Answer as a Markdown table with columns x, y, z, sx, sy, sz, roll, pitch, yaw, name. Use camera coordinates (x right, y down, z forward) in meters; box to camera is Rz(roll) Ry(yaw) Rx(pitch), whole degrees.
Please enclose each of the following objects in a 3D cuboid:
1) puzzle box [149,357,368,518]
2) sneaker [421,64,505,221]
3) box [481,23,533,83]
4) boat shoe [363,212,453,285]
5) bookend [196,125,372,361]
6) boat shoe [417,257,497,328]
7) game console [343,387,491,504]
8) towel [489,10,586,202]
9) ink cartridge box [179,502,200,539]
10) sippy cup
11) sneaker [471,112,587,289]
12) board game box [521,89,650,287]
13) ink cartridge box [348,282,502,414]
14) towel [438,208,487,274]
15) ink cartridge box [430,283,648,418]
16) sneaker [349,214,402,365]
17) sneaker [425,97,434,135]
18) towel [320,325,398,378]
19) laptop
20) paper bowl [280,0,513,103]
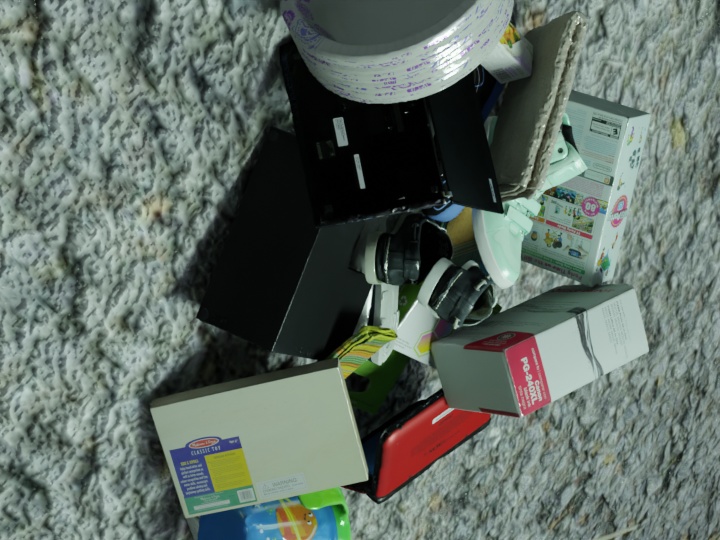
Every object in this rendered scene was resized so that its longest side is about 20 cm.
| x | y | z | sx | sy | sz | roll | pitch | yaw | name |
| --- | --- | --- | --- | --- | --- | --- | --- | --- | --- |
| -0.102 | 0.171 | 1.462 | 0.198 | 0.025 | 0.134 | -12 | 112 | 5 | puzzle box |
| 0.094 | -0.149 | 1.547 | 0.078 | 0.070 | 0.202 | -1 | 113 | -49 | sneaker |
| 0.109 | -0.254 | 1.442 | 0.200 | 0.041 | 0.039 | 34 | 54 | -45 | box |
| 0.063 | -0.022 | 1.505 | 0.199 | 0.065 | 0.075 | -9 | 102 | -71 | boat shoe |
| -0.050 | -0.018 | 1.450 | 0.202 | 0.092 | 0.198 | -69 | 158 | 2 | bookend |
| 0.112 | 0.032 | 1.528 | 0.076 | 0.060 | 0.200 | -60 | 165 | 10 | boat shoe |
| 0.055 | 0.178 | 1.729 | 0.199 | 0.118 | 0.173 | -31 | 144 | -33 | game console |
| 0.181 | -0.167 | 1.506 | 0.034 | 0.132 | 0.202 | 19 | 84 | -15 | towel |
| -0.115 | 0.210 | 1.614 | 0.200 | 0.045 | 0.177 | -39 | 145 | -24 | ink cartridge box |
| -0.101 | 0.290 | 1.554 | 0.130 | 0.139 | 0.179 | 5 | 105 | -43 | sippy cup |
| 0.189 | -0.083 | 1.581 | 0.074 | 0.117 | 0.202 | 27 | 60 | -57 | sneaker |
| 0.236 | -0.101 | 1.660 | 0.064 | 0.147 | 0.202 | -17 | 123 | -53 | board game box |
| 0.051 | 0.087 | 1.667 | 0.147 | 0.076 | 0.201 | 26 | 99 | -48 | ink cartridge box |
| 0.137 | -0.053 | 1.730 | 0.146 | 0.022 | 0.201 | -15 | 129 | -46 | towel |
| 0.204 | 0.087 | 1.626 | 0.199 | 0.145 | 0.084 | -22 | 100 | -29 | ink cartridge box |
| 0.000 | 0.000 | 1.552 | 0.076 | 0.080 | 0.202 | -8 | 106 | -68 | sneaker |
| 0.054 | -0.157 | 1.482 | 0.091 | 0.076 | 0.201 | -47 | 149 | -23 | sneaker |
| -0.047 | 0.127 | 1.499 | 0.200 | 0.018 | 0.086 | -42 | 161 | 15 | towel |
| 0.033 | -0.132 | 1.371 | 0.198 | 0.179 | 0.103 | -11 | 169 | -8 | laptop |
| 0.036 | -0.231 | 1.265 | 0.201 | 0.200 | 0.105 | -46 | 145 | -14 | paper bowl |
